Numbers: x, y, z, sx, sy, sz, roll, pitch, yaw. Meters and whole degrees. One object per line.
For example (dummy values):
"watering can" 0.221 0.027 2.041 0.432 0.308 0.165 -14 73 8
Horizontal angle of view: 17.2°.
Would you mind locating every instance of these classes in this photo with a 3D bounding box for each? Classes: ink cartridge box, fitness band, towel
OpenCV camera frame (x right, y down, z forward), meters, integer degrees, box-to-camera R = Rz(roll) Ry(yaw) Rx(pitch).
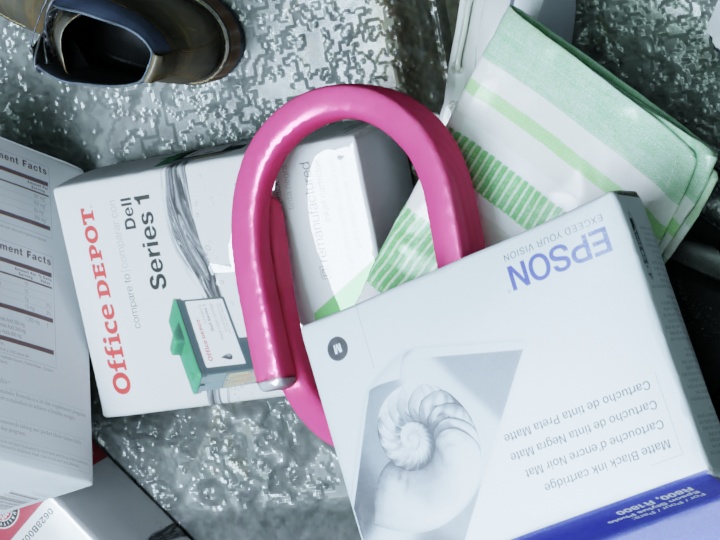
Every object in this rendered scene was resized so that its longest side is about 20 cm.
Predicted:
"ink cartridge box" 0.082 0.088 1.191 0.199 0.041 0.201 -24 78 28
"ink cartridge box" -0.177 0.212 1.485 0.200 0.083 0.147 44 113 7
"fitness band" 0.000 0.000 1.279 0.143 0.037 0.202 -13 86 32
"ink cartridge box" -0.066 0.000 1.391 0.199 0.084 0.147 -9 98 22
"towel" 0.087 -0.015 1.257 0.152 0.023 0.201 38 112 26

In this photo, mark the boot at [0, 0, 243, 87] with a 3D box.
"boot" -0.174 -0.158 1.389 0.199 0.097 0.075 20 109 15

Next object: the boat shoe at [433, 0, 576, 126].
"boat shoe" 0.067 -0.073 1.332 0.065 0.072 0.202 18 111 26

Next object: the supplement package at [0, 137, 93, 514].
"supplement package" -0.234 0.033 1.397 0.113 0.109 0.202 -19 65 34

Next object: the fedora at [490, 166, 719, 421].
"fedora" 0.165 0.018 1.302 0.199 0.092 0.202 5 104 20

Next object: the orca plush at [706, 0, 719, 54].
"orca plush" 0.267 -0.185 1.246 0.201 0.071 0.105 -62 33 17
